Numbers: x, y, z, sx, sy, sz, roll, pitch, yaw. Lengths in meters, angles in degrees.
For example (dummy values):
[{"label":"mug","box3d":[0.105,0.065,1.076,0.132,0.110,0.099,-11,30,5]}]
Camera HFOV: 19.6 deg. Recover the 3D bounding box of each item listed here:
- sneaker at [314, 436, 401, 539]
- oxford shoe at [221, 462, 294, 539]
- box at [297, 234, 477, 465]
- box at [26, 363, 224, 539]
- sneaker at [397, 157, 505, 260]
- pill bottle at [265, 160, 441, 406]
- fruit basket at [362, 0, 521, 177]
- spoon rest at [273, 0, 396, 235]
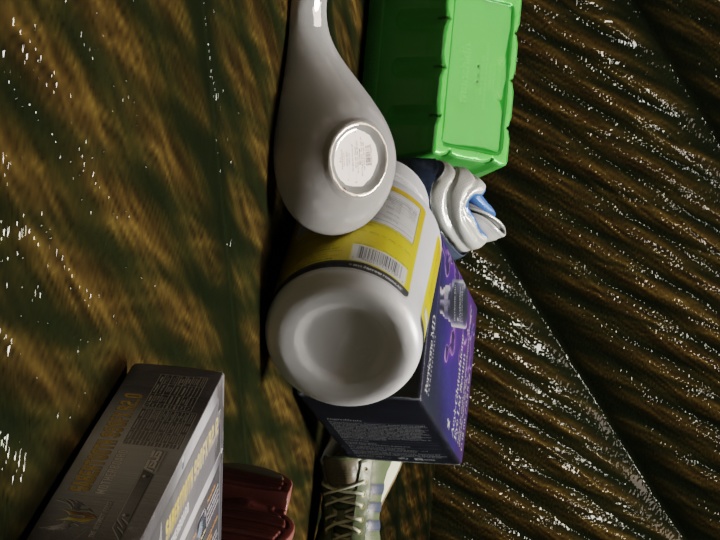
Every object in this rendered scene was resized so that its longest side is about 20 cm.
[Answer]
[{"label":"sneaker","box3d":[-0.014,0.199,1.828,0.090,0.067,0.201,67,29,-44]},{"label":"oxford shoe","box3d":[-0.073,0.166,1.158,0.200,0.070,0.075,-47,147,-79]},{"label":"box","box3d":[0.026,0.064,1.723,0.200,0.103,0.149,57,37,-67]},{"label":"box","box3d":[-0.104,0.153,0.938,0.200,0.048,0.160,-70,163,-69]},{"label":"sneaker","box3d":[0.056,-0.014,1.868,0.081,0.145,0.201,-78,170,-49]},{"label":"pill bottle","box3d":[0.000,0.000,1.506,0.200,0.111,0.113,-75,169,-58]},{"label":"fruit basket","box3d":[0.056,-0.180,1.964,0.215,0.155,0.217,-12,-105,52]},{"label":"spoon rest","box3d":[-0.018,-0.125,1.422,0.060,0.099,0.202,12,-74,53]}]
